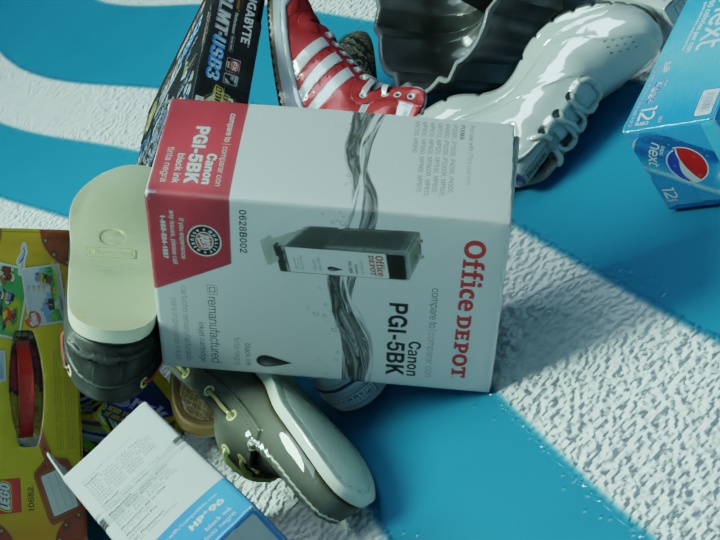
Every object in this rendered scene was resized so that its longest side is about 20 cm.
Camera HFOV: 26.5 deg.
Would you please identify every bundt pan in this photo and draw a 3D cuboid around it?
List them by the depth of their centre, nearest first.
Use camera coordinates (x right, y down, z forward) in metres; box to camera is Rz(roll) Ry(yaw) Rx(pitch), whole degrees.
[{"bbox_3d":[0.089,-0.221,1.141,0.202,0.076,0.202,-28,57,57],"label":"bundt pan"}]

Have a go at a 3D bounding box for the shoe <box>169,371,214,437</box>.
[{"bbox_3d":[-0.079,0.039,1.069,0.070,0.053,0.200,11,52,11],"label":"shoe"}]

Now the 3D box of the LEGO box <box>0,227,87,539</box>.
[{"bbox_3d":[-0.248,0.081,0.999,0.149,0.077,0.201,-11,81,52],"label":"LEGO box"}]

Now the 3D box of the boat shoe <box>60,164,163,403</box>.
[{"bbox_3d":[-0.150,0.001,0.960,0.073,0.063,0.202,6,35,-5],"label":"boat shoe"}]

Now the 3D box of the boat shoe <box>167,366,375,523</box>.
[{"bbox_3d":[-0.058,0.094,0.933,0.060,0.072,0.202,-47,43,3],"label":"boat shoe"}]

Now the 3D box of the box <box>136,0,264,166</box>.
[{"bbox_3d":[-0.134,-0.089,1.164,0.200,0.050,0.199,131,153,-54],"label":"box"}]

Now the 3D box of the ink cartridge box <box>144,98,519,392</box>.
[{"bbox_3d":[-0.014,-0.012,0.879,0.199,0.147,0.083,4,46,3],"label":"ink cartridge box"}]

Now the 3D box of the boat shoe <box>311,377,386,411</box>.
[{"bbox_3d":[0.000,0.000,1.011,0.073,0.067,0.200,-24,33,23],"label":"boat shoe"}]

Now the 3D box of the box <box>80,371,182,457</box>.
[{"bbox_3d":[-0.218,0.106,1.099,0.200,0.070,0.064,-8,39,41],"label":"box"}]

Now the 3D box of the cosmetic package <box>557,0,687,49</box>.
[{"bbox_3d":[0.200,-0.211,1.100,0.083,0.051,0.200,-40,29,-6],"label":"cosmetic package"}]

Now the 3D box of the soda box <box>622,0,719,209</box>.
[{"bbox_3d":[0.234,-0.133,0.938,0.064,0.068,0.200,-4,44,43],"label":"soda box"}]

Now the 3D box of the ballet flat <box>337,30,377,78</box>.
[{"bbox_3d":[-0.030,-0.097,1.194,0.075,0.068,0.200,27,72,35],"label":"ballet flat"}]

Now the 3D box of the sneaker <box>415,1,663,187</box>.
[{"bbox_3d":[0.123,-0.102,1.033,0.200,0.074,0.087,-36,41,17],"label":"sneaker"}]

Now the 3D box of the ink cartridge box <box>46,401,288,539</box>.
[{"bbox_3d":[-0.091,0.149,0.856,0.068,0.116,0.200,-44,31,-11],"label":"ink cartridge box"}]

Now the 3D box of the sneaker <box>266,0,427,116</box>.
[{"bbox_3d":[-0.006,-0.139,1.138,0.112,0.071,0.200,-12,67,3],"label":"sneaker"}]
